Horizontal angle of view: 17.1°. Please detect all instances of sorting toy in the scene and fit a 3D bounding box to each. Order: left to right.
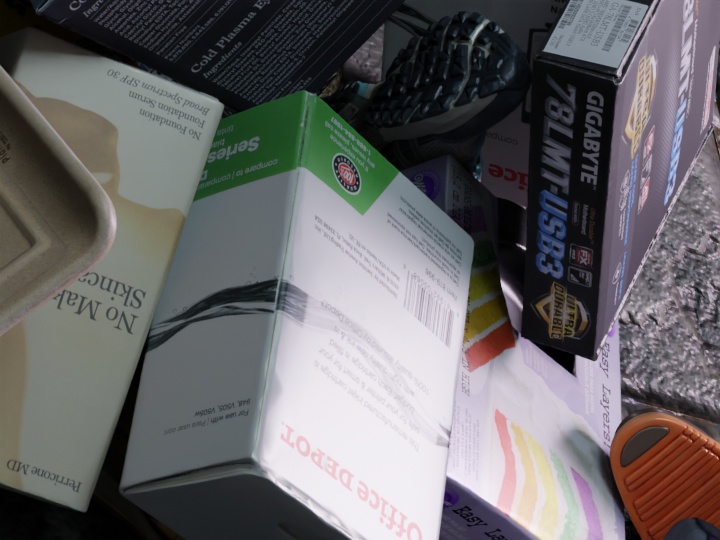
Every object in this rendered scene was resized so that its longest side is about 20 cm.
[{"bbox_3d":[-0.211,0.000,1.022,0.185,0.200,0.037,46,-6,46],"label":"sorting toy"}]

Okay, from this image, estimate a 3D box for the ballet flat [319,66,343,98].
[{"bbox_3d":[-0.038,-0.196,1.435,0.070,0.065,0.201,9,53,-34],"label":"ballet flat"}]

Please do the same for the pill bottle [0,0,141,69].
[{"bbox_3d":[-0.171,-0.076,1.193,0.199,0.113,0.113,34,42,-12],"label":"pill bottle"}]

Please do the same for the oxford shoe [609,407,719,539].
[{"bbox_3d":[0.194,0.130,1.347,0.200,0.071,0.073,45,14,-38],"label":"oxford shoe"}]

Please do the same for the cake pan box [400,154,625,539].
[{"bbox_3d":[0.076,0.061,1.275,0.184,0.052,0.201,41,41,-43],"label":"cake pan box"}]

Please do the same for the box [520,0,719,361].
[{"bbox_3d":[0.140,-0.091,1.243,0.049,0.201,0.199,17,48,18],"label":"box"}]

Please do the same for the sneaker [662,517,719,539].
[{"bbox_3d":[0.122,0.200,1.219,0.087,0.074,0.201,29,61,-5],"label":"sneaker"}]

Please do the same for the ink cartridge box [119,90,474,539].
[{"bbox_3d":[-0.025,0.043,1.126,0.147,0.083,0.201,42,45,-40],"label":"ink cartridge box"}]

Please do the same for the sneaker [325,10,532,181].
[{"bbox_3d":[0.042,-0.076,1.309,0.086,0.200,0.078,36,62,-20],"label":"sneaker"}]

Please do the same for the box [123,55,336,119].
[{"bbox_3d":[-0.128,-0.130,1.321,0.200,0.049,0.160,43,39,-3],"label":"box"}]

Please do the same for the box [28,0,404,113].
[{"bbox_3d":[-0.101,-0.191,1.136,0.182,0.104,0.200,22,29,-53],"label":"box"}]

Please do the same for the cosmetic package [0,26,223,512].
[{"bbox_3d":[-0.147,0.000,1.102,0.105,0.071,0.201,19,83,-19],"label":"cosmetic package"}]

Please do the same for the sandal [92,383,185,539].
[{"bbox_3d":[-0.069,0.114,1.168,0.200,0.054,0.080,42,41,-9],"label":"sandal"}]

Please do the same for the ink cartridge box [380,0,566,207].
[{"bbox_3d":[0.093,-0.141,1.366,0.145,0.201,0.084,17,39,19],"label":"ink cartridge box"}]
